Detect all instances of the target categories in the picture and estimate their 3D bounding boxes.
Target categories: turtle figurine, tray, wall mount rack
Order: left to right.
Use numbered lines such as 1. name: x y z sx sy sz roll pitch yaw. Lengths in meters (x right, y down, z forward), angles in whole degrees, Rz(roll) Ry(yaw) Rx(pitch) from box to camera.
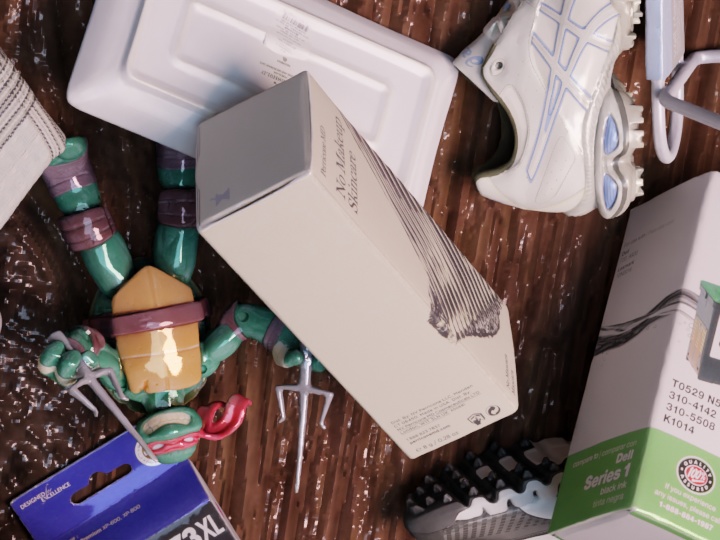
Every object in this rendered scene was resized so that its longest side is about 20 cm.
1. turtle figurine: -0.103 0.026 1.374 0.150 0.101 0.200 -13 92 -29
2. tray: -0.042 -0.097 1.365 0.200 0.022 0.107 22 71 -22
3. wall mount rack: 0.178 -0.144 1.356 0.074 0.174 0.200 1 108 15

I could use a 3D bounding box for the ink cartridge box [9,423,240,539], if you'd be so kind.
1. ink cartridge box: -0.097 0.182 1.457 0.095 0.037 0.200 -31 109 -3

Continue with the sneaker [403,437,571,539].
1. sneaker: 0.124 0.133 1.480 0.200 0.066 0.091 -14 107 -12

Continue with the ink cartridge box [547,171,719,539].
1. ink cartridge box: 0.198 0.069 1.418 0.146 0.084 0.200 25 64 -20

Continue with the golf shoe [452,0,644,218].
1. golf shoe: 0.096 -0.125 1.396 0.097 0.078 0.200 -1 101 0

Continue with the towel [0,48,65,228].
1. towel: -0.242 -0.062 1.240 0.200 0.035 0.193 -53 123 -29

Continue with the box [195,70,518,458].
1. box: 0.000 0.000 1.349 0.068 0.082 0.200 -25 131 20
